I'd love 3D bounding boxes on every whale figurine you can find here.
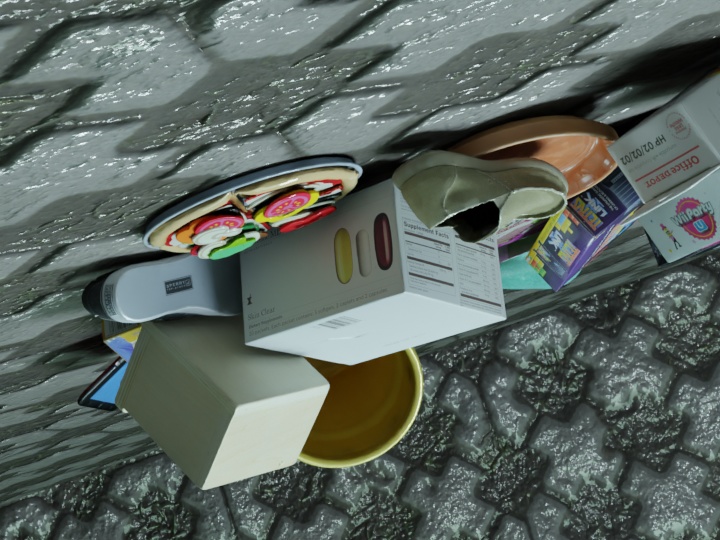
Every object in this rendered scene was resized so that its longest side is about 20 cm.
[{"bbox_3d":[0.198,-0.011,1.967,0.200,0.104,0.159,-25,173,-1],"label":"whale figurine"}]

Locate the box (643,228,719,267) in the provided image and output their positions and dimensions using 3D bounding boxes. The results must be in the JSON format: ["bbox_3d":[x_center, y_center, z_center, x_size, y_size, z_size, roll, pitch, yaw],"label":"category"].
[{"bbox_3d":[0.468,-0.097,2.022,0.132,0.115,0.200,-17,173,-23],"label":"box"}]

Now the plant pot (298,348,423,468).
[{"bbox_3d":[-0.041,0.112,1.904,0.200,0.201,0.189,-18,-158,-6],"label":"plant pot"}]

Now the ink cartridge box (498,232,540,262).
[{"bbox_3d":[0.132,-0.009,1.840,0.200,0.048,0.146,-19,-156,12],"label":"ink cartridge box"}]

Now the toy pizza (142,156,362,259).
[{"bbox_3d":[-0.090,-0.047,1.346,0.200,0.032,0.200,-19,172,-3],"label":"toy pizza"}]

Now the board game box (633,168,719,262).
[{"bbox_3d":[0.374,-0.102,1.470,0.200,0.064,0.148,-36,-178,-29],"label":"board game box"}]

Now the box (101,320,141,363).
[{"bbox_3d":[-0.183,0.088,1.704,0.119,0.042,0.200,-21,142,14],"label":"box"}]

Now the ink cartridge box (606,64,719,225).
[{"bbox_3d":[0.304,-0.129,1.390,0.200,0.068,0.115,-36,-179,-31],"label":"ink cartridge box"}]

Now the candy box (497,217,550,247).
[{"bbox_3d":[0.144,-0.066,1.661,0.136,0.061,0.200,-21,171,6],"label":"candy box"}]

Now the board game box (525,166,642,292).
[{"bbox_3d":[0.268,-0.072,1.659,0.165,0.057,0.200,-41,171,-14],"label":"board game box"}]

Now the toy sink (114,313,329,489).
[{"bbox_3d":[-0.154,0.106,1.529,0.130,0.200,0.112,-9,132,-49],"label":"toy sink"}]

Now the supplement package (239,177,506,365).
[{"bbox_3d":[0.009,0.006,1.475,0.200,0.111,0.156,-20,157,37],"label":"supplement package"}]

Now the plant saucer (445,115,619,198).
[{"bbox_3d":[0.146,-0.097,1.464,0.200,0.032,0.200,-13,162,-4],"label":"plant saucer"}]

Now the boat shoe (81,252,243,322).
[{"bbox_3d":[-0.179,0.018,1.479,0.066,0.070,0.200,-4,-173,41],"label":"boat shoe"}]

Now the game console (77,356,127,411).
[{"bbox_3d":[-0.224,0.129,1.866,0.172,0.119,0.200,14,174,5],"label":"game console"}]

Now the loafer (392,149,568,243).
[{"bbox_3d":[0.112,-0.060,1.388,0.200,0.068,0.076,2,157,-40],"label":"loafer"}]
